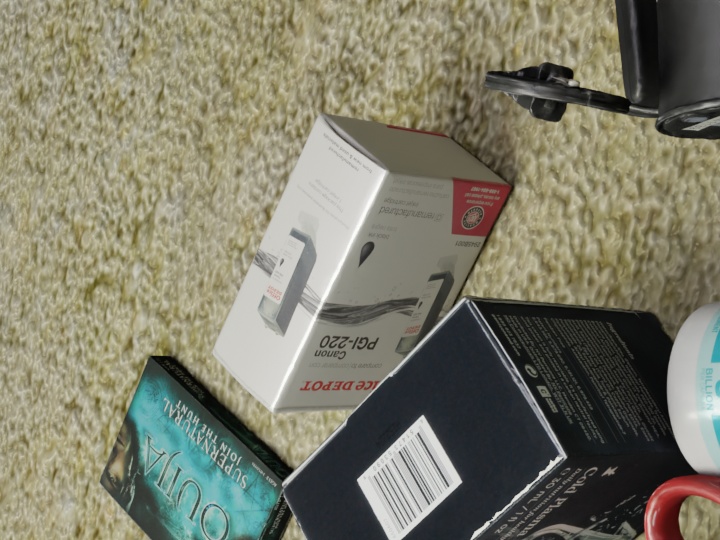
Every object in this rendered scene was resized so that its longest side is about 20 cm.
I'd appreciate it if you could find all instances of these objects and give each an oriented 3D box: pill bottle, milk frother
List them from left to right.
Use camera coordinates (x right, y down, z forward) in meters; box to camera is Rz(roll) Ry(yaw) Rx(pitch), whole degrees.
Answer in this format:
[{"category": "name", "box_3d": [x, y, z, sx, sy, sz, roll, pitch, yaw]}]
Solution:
[{"category": "milk frother", "box_3d": [0.181, -0.179, 0.945, 0.180, 0.200, 0.189, -9, 80, 46]}, {"category": "pill bottle", "box_3d": [0.284, 0.067, 0.890, 0.200, 0.111, 0.111, -6, 83, 42]}]

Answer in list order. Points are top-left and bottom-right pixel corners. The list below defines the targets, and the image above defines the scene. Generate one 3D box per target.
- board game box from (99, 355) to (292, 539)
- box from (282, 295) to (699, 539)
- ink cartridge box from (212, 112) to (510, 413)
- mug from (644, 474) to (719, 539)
[{"category": "board game box", "box_3d": [-0.139, 0.181, 1.335, 0.200, 0.028, 0.136, 37, 111, 38]}, {"category": "box", "box_3d": [0.095, 0.126, 1.004, 0.200, 0.196, 0.124, -48, 58, 30]}, {"category": "ink cartridge box", "box_3d": [0.000, 0.000, 1.136, 0.085, 0.145, 0.200, 42, 115, 36]}, {"category": "mug", "box_3d": [0.217, 0.224, 0.887, 0.200, 0.133, 0.178, 8, 129, 53]}]
